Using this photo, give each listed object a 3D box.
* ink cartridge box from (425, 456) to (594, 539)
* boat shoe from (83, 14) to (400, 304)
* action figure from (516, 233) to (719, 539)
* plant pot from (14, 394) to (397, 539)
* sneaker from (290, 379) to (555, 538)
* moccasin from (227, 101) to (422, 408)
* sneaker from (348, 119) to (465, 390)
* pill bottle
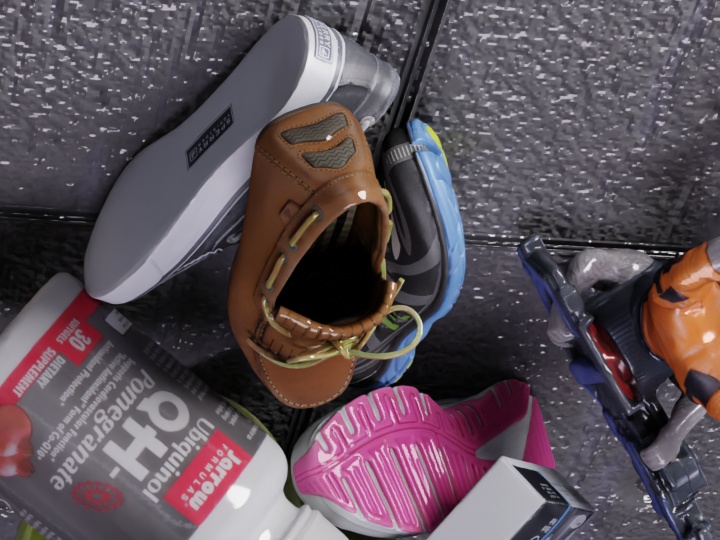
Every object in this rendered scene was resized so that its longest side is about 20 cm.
[{"bbox_3d":[0.033,0.183,1.503,0.200,0.039,0.099,-47,161,9],"label":"ink cartridge box"},{"bbox_3d":[-0.058,-0.043,1.373,0.068,0.072,0.200,23,129,-31],"label":"boat shoe"},{"bbox_3d":[0.176,0.052,1.459,0.105,0.193,0.200,-33,106,-20],"label":"action figure"},{"bbox_3d":[-0.060,0.184,1.604,0.200,0.200,0.190,-26,151,26],"label":"plant pot"},{"bbox_3d":[0.020,0.109,1.540,0.088,0.081,0.200,-21,167,34],"label":"sneaker"},{"bbox_3d":[-0.015,0.007,1.337,0.074,0.078,0.201,-17,149,-22],"label":"moccasin"},{"bbox_3d":[0.000,0.000,1.433,0.083,0.071,0.200,0,147,-18],"label":"sneaker"},{"bbox_3d":[-0.107,0.103,1.429,0.200,0.111,0.111,39,134,-2],"label":"pill bottle"}]
